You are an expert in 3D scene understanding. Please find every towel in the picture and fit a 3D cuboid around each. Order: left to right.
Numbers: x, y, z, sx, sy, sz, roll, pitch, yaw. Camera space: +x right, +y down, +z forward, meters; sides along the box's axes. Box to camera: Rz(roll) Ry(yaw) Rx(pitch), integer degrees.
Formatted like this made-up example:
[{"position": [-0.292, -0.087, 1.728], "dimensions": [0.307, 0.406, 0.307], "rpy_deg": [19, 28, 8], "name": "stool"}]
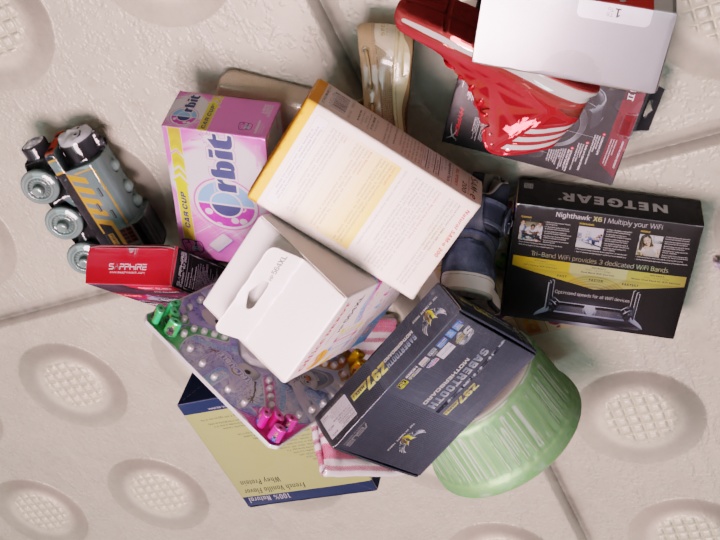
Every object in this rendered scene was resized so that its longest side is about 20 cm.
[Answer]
[{"position": [-0.001, 0.145, 1.308], "dimensions": [0.146, 0.201, 0.030], "rpy_deg": [5, 156, -39], "name": "towel"}]

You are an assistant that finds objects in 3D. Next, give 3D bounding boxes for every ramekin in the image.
[{"position": [0.150, 0.160, 1.303], "dimensions": [0.200, 0.200, 0.098], "rpy_deg": [-22, 118, 29], "name": "ramekin"}]

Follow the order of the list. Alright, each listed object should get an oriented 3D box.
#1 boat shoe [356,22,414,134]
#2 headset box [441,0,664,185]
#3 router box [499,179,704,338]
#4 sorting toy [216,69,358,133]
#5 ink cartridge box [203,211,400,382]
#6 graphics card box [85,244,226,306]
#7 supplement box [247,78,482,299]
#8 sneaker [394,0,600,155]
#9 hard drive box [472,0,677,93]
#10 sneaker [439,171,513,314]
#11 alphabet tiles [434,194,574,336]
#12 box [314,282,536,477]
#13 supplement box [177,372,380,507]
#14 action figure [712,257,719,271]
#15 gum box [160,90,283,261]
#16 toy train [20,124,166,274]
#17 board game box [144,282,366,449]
[{"position": [0.017, -0.158, 1.147], "dimensions": [0.064, 0.071, 0.201], "rpy_deg": [4, 113, -1], "name": "boat shoe"}, {"position": [0.195, -0.181, 1.090], "dimensions": [0.199, 0.077, 0.149], "rpy_deg": [14, 131, 3], "name": "headset box"}, {"position": [0.262, -0.011, 1.219], "dimensions": [0.199, 0.052, 0.158], "rpy_deg": [8, 128, 6], "name": "router box"}, {"position": [-0.079, -0.115, 1.246], "dimensions": [0.184, 0.037, 0.200], "rpy_deg": [15, 131, 3], "name": "sorting toy"}, {"position": [-0.054, 0.017, 1.159], "dimensions": [0.125, 0.200, 0.129], "rpy_deg": [42, 118, 13], "name": "ink cartridge box"}, {"position": [-0.211, 0.016, 1.300], "dimensions": [0.125, 0.051, 0.200], "rpy_deg": [1, 168, 27], "name": "graphics card box"}, {"position": [0.006, -0.081, 1.104], "dimensions": [0.200, 0.074, 0.126], "rpy_deg": [32, 115, -8], "name": "supplement box"}, {"position": [0.109, -0.169, 1.024], "dimensions": [0.199, 0.078, 0.116], "rpy_deg": [25, 129, -2], "name": "sneaker"}, {"position": [0.189, -0.245, 0.956], "dimensions": [0.155, 0.200, 0.077], "rpy_deg": [11, 131, 6], "name": "hard drive box"}, {"position": [0.125, -0.030, 1.230], "dimensions": [0.077, 0.147, 0.202], "rpy_deg": [5, 169, 3], "name": "sneaker"}, {"position": [0.172, 0.003, 1.293], "dimensions": [0.166, 0.006, 0.200], "rpy_deg": [-14, 123, 25], "name": "alphabet tiles"}, {"position": [0.071, 0.121, 1.164], "dimensions": [0.200, 0.051, 0.158], "rpy_deg": [-47, 139, 12], "name": "box"}, {"position": [-0.089, 0.181, 1.428], "dimensions": [0.199, 0.134, 0.200], "rpy_deg": [-13, 124, 25], "name": "supplement box"}, {"position": [0.455, 0.021, 1.148], "dimensions": [0.199, 0.149, 0.134], "rpy_deg": [20, 139, -19], "name": "action figure"}, {"position": [-0.144, -0.093, 1.219], "dimensions": [0.113, 0.066, 0.200], "rpy_deg": [8, 135, 9], "name": "gum box"}, {"position": [-0.317, -0.082, 1.315], "dimensions": [0.114, 0.085, 0.200], "rpy_deg": [-18, 121, 13], "name": "toy train"}, {"position": [-0.100, 0.080, 1.199], "dimensions": [0.200, 0.200, 0.026], "rpy_deg": [43, 125, 14], "name": "board game box"}]
